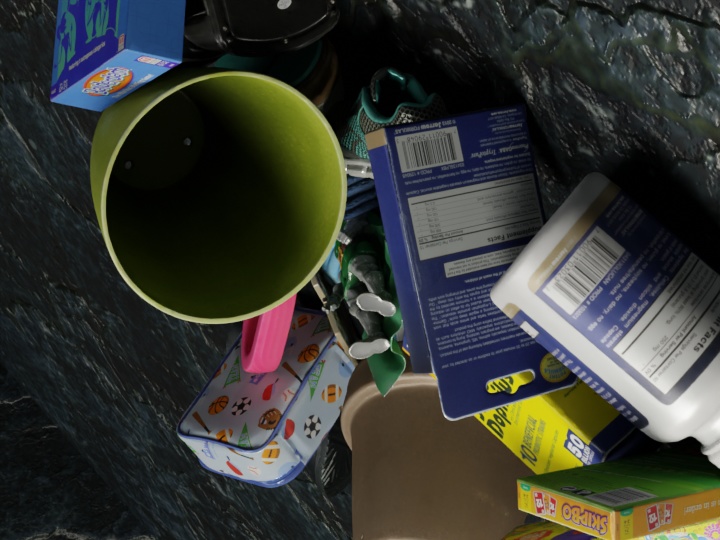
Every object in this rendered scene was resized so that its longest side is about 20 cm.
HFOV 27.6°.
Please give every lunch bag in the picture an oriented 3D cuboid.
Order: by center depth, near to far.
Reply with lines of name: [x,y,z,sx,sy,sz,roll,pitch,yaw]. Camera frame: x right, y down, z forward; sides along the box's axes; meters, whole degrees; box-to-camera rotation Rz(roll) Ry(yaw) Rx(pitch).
lunch bag: [-0.090,0.123,1.521,0.160,0.200,0.076,5,140,44]

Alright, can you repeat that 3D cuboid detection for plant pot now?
plant pot: [-0.134,-0.080,1.138,0.200,0.187,0.188,37,156,60]
plant pot: [0.070,0.183,1.231,0.199,0.175,0.201,9,141,7]

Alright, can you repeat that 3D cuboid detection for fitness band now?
fitness band: [-0.095,0.009,1.443,0.144,0.037,0.201,-102,19,-44]

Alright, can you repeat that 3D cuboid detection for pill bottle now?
pill bottle: [0.192,0.040,0.948,0.200,0.111,0.111,41,157,5]

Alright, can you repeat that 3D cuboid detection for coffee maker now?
coffee maker: [-0.114,-0.252,1.129,0.200,0.134,0.193,6,89,59]

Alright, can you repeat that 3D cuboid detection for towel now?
towel: [-0.051,-0.087,1.237,0.200,0.111,0.049,23,133,48]

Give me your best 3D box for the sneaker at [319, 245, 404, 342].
sneaker: [0.025,0.033,1.322,0.130,0.079,0.201,28,138,41]

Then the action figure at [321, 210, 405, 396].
action figure: [0.000,0.000,1.174,0.200,0.054,0.119,-108,26,-65]

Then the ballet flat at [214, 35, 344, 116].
ballet flat: [-0.056,-0.155,1.227,0.072,0.068,0.200,40,165,-27]

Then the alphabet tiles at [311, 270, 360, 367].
alphabet tiles: [-0.031,0.016,1.366,0.200,0.006,0.167,62,-174,-60]

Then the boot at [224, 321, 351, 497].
boot: [-0.076,0.147,1.682,0.168,0.076,0.201,32,144,33]

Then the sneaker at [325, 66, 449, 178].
sneaker: [0.025,-0.113,1.102,0.200,0.077,0.092,35,144,59]

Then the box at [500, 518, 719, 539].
box: [0.210,0.270,1.049,0.199,0.122,0.194,-18,89,25]

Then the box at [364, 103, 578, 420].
box: [0.078,-0.007,1.005,0.032,0.121,0.201,-12,90,60]

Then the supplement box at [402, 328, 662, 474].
supplement box: [0.138,0.064,1.104,0.200,0.109,0.109,42,155,24]

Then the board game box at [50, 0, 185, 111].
board game box: [-0.168,-0.228,1.038,0.152,0.045,0.201,-15,69,58]

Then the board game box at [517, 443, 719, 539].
board game box: [0.211,0.143,0.981,0.095,0.199,0.030,9,104,57]
